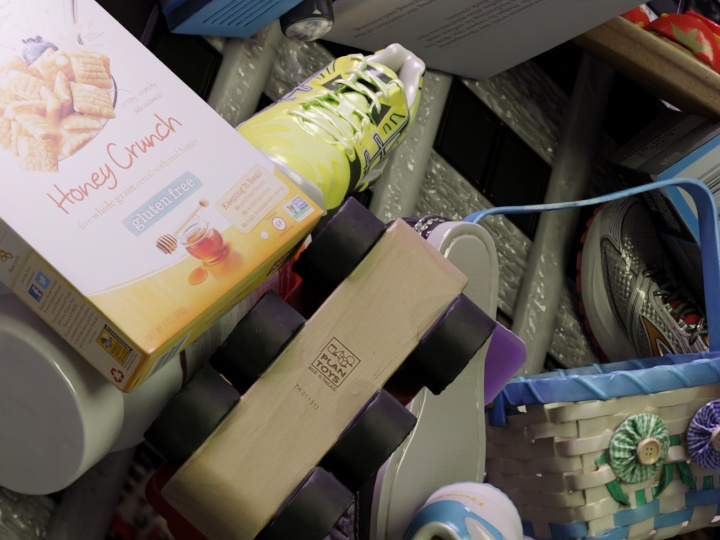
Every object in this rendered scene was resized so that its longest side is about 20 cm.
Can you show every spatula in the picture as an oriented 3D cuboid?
[{"bbox_3d":[0.000,0.000,1.588,0.200,0.057,0.021,41,13,6],"label":"spatula"}]

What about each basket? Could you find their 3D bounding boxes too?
[{"bbox_3d":[0.142,0.054,1.658,0.176,0.139,0.201,-11,87,-29],"label":"basket"}]

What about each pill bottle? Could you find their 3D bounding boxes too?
[{"bbox_3d":[-0.115,0.020,1.426,0.110,0.109,0.200,58,41,-9],"label":"pill bottle"}]

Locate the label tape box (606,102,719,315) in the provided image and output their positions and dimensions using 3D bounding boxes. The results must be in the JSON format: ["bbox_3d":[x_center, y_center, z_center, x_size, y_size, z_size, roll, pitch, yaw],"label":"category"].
[{"bbox_3d":[0.222,-0.024,1.839,0.145,0.063,0.200,56,-3,-10],"label":"label tape box"}]

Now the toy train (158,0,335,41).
[{"bbox_3d":[-0.067,-0.223,1.627,0.114,0.087,0.201,0,71,-42],"label":"toy train"}]

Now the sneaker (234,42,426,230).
[{"bbox_3d":[-0.019,-0.079,1.568,0.075,0.077,0.200,34,20,2],"label":"sneaker"}]

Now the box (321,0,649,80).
[{"bbox_3d":[0.075,-0.244,1.703,0.171,0.198,0.201,11,63,-46],"label":"box"}]

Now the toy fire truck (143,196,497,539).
[{"bbox_3d":[-0.026,0.086,1.445,0.129,0.200,0.176,41,66,-1],"label":"toy fire truck"}]

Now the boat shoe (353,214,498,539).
[{"bbox_3d":[0.023,0.071,1.538,0.074,0.060,0.201,3,94,-45],"label":"boat shoe"}]

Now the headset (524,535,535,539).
[{"bbox_3d":[0.075,0.211,1.594,0.199,0.094,0.124,24,58,-21],"label":"headset"}]

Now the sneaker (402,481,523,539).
[{"bbox_3d":[0.058,0.212,1.476,0.081,0.076,0.201,-25,101,-73],"label":"sneaker"}]

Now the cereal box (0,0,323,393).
[{"bbox_3d":[-0.133,-0.052,1.365,0.200,0.040,0.144,42,46,7],"label":"cereal box"}]

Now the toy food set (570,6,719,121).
[{"bbox_3d":[0.197,-0.133,1.823,0.197,0.200,0.049,30,92,-30],"label":"toy food set"}]

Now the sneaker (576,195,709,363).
[{"bbox_3d":[0.198,0.045,1.788,0.078,0.082,0.201,-18,85,-51],"label":"sneaker"}]
